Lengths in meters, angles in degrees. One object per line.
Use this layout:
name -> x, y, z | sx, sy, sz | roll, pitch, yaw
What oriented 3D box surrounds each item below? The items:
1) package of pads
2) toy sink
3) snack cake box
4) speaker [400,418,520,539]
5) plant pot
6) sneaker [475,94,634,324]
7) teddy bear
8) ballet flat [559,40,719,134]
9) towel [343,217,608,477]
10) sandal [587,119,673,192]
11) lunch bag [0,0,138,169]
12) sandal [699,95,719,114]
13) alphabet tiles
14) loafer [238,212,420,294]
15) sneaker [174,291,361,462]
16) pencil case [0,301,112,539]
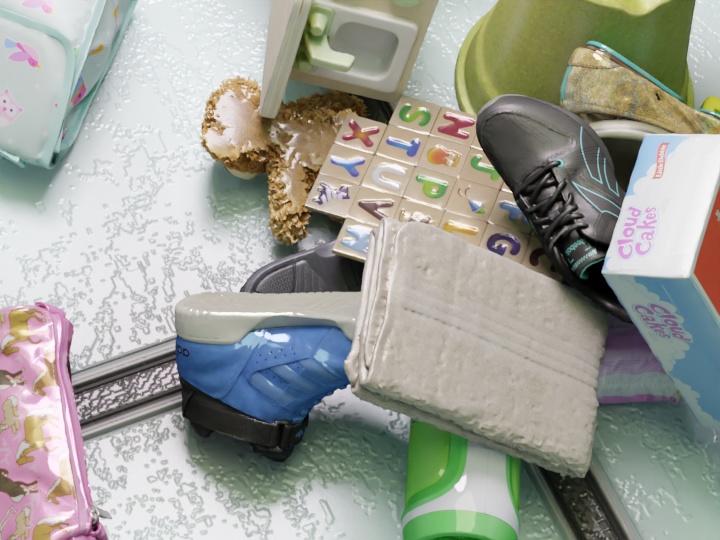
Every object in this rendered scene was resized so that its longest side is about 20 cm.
package of pads -> 0.176, 0.006, 1.509 | 0.119, 0.076, 0.202 | -1, 58, -7
toy sink -> -0.004, -0.214, 1.535 | 0.111, 0.131, 0.201 | 12, 45, -8
snack cake box -> 0.243, 0.012, 1.379 | 0.067, 0.200, 0.116 | 3, 57, 35
speaker -> 0.074, 0.110, 1.422 | 0.088, 0.089, 0.202 | 7, 57, -3
plant pot -> 0.183, -0.199, 1.574 | 0.198, 0.185, 0.202 | 3, 57, -4
sneaker -> 0.153, -0.042, 1.411 | 0.200, 0.075, 0.079 | 46, 28, 3
teddy bear -> -0.029, -0.082, 1.555 | 0.198, 0.067, 0.146 | 2, 67, -13
ballet flat -> 0.234, -0.100, 1.496 | 0.199, 0.071, 0.071 | 26, 56, -14
towel -> 0.082, 0.053, 1.372 | 0.199, 0.034, 0.134 | 24, 63, -25
sandal -> 0.230, -0.046, 1.455 | 0.200, 0.080, 0.058 | 28, 61, 2
lunch bag -> -0.277, -0.186, 1.551 | 0.169, 0.122, 0.201 | 19, 66, 3
sandal -> 0.286, -0.045, 1.556 | 0.086, 0.080, 0.201 | 18, 59, 0
alphabet tiles -> 0.067, -0.055, 1.487 | 0.198, 0.006, 0.167 | 17, 51, 10
loafer -> 0.000, 0.000, 1.502 | 0.198, 0.063, 0.073 | -14, 95, -18
sneaker -> -0.032, 0.077, 1.420 | 0.198, 0.112, 0.077 | 1, 16, 3
pencil case -> -0.225, 0.120, 1.386 | 0.086, 0.083, 0.201 | -9, 59, -11
